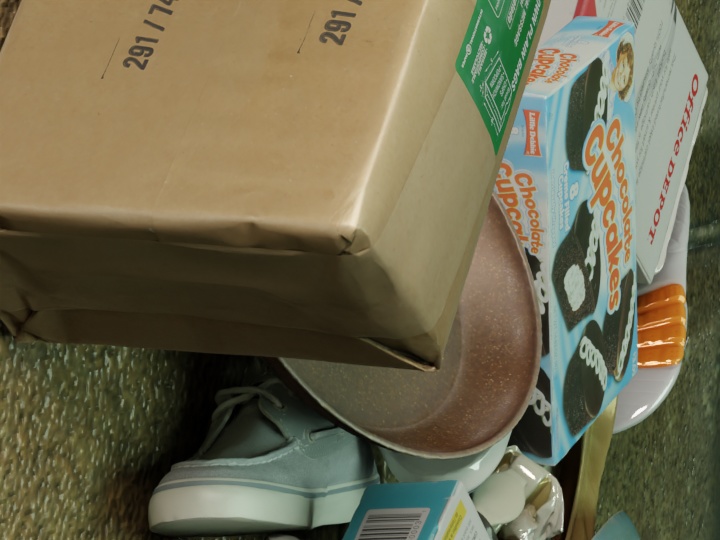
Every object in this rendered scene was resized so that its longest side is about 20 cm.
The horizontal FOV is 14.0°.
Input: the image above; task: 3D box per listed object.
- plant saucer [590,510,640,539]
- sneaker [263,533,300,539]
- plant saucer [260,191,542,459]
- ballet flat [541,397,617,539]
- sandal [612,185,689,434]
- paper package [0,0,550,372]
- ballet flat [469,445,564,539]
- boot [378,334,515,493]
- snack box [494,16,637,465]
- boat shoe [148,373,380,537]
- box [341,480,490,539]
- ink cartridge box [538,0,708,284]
[{"bbox_3d":[0.112,0.230,1.661,0.200,0.027,0.200,-56,164,-25],"label":"plant saucer"},{"bbox_3d":[-0.078,0.157,1.236,0.200,0.088,0.082,-35,145,-65],"label":"sneaker"},{"bbox_3d":[0.000,0.000,1.354,0.200,0.037,0.201,25,50,-33],"label":"plant saucer"},{"bbox_3d":[0.107,0.103,1.674,0.063,0.068,0.201,-12,105,-57],"label":"ballet flat"},{"bbox_3d":[0.165,0.028,1.773,0.059,0.079,0.207,78,23,-48],"label":"sandal"},{"bbox_3d":[-0.039,-0.071,1.155,0.104,0.190,0.201,62,39,-51],"label":"paper package"},{"bbox_3d":[0.067,0.128,1.449,0.069,0.068,0.200,-54,174,12],"label":"ballet flat"},{"bbox_3d":[0.042,0.066,1.451,0.200,0.072,0.091,-92,174,-53],"label":"boot"},{"bbox_3d":[0.104,-0.016,1.494,0.116,0.037,0.201,-41,134,-54],"label":"snack box"},{"bbox_3d":[-0.045,0.083,1.338,0.201,0.070,0.072,4,80,-71],"label":"boat shoe"},{"bbox_3d":[0.046,0.192,1.306,0.201,0.049,0.082,65,35,-33],"label":"box"},{"bbox_3d":[0.118,-0.104,1.633,0.200,0.082,0.147,56,46,-54],"label":"ink cartridge box"}]
